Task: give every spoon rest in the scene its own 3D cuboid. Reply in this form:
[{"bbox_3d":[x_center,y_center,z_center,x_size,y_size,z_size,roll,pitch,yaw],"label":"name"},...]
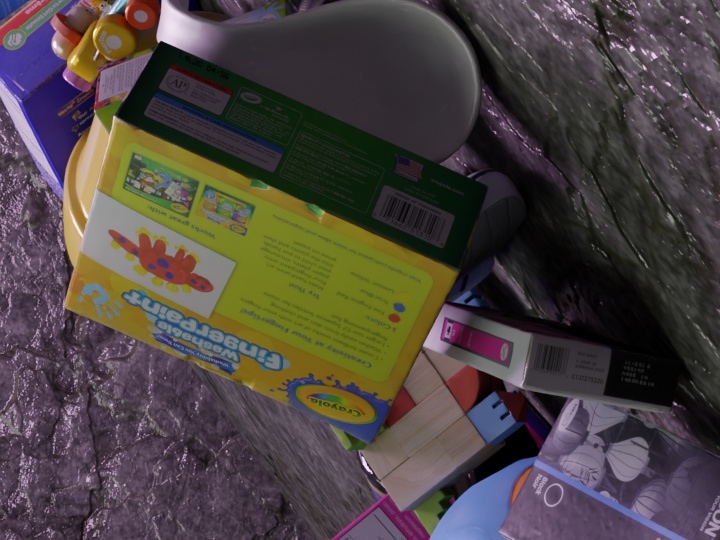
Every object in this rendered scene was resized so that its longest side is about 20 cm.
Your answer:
[{"bbox_3d":[-0.028,-0.115,1.057,0.198,0.061,0.100,18,118,17],"label":"spoon rest"}]

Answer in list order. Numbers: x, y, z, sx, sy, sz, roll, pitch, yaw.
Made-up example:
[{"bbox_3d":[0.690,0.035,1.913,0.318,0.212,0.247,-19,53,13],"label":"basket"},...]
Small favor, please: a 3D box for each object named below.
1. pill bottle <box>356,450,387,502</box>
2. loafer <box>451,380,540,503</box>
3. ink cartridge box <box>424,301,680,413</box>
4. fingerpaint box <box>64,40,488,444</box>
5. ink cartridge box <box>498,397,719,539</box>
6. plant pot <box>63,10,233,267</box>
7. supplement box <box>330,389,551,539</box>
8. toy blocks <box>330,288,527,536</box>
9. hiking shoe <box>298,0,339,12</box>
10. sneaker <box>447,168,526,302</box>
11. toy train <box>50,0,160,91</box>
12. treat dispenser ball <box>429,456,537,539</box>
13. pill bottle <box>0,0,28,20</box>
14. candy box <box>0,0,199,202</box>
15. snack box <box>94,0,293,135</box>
[{"bbox_3d":[0.073,0.188,1.607,0.112,0.112,0.201,44,166,39],"label":"pill bottle"},{"bbox_3d":[0.076,0.121,1.373,0.071,0.073,0.202,-33,67,43],"label":"loafer"},{"bbox_3d":[0.101,0.047,1.139,0.094,0.037,0.200,11,-179,-19],"label":"ink cartridge box"},{"bbox_3d":[-0.050,-0.013,1.077,0.199,0.074,0.167,23,137,0],"label":"fingerpaint box"},{"bbox_3d":[0.166,0.142,1.058,0.039,0.100,0.199,32,175,-37],"label":"ink cartridge box"},{"bbox_3d":[-0.125,-0.085,1.450,0.201,0.200,0.190,48,151,25],"label":"plant pot"},{"bbox_3d":[0.072,0.202,1.424,0.103,0.199,0.101,47,168,26],"label":"supplement box"},{"bbox_3d":[0.045,0.060,1.301,0.201,0.136,0.100,56,-166,16],"label":"toy blocks"},{"bbox_3d":[-0.016,-0.079,1.163,0.101,0.075,0.202,-122,38,-65],"label":"hiking shoe"},{"bbox_3d":[0.047,-0.029,1.166,0.071,0.073,0.200,53,167,8],"label":"sneaker"},{"bbox_3d":[-0.168,-0.206,1.345,0.055,0.151,0.200,31,167,-16],"label":"toy train"},{"bbox_3d":[0.133,0.218,1.224,0.201,0.200,0.201,50,168,14],"label":"treat dispenser ball"},{"bbox_3d":[-0.321,-0.268,1.626,0.112,0.199,0.112,51,168,15],"label":"pill bottle"},{"bbox_3d":[-0.203,-0.155,1.560,0.077,0.169,0.200,44,165,25],"label":"candy box"},{"bbox_3d":[-0.074,-0.073,1.313,0.053,0.141,0.201,-92,-20,-47],"label":"snack box"}]
